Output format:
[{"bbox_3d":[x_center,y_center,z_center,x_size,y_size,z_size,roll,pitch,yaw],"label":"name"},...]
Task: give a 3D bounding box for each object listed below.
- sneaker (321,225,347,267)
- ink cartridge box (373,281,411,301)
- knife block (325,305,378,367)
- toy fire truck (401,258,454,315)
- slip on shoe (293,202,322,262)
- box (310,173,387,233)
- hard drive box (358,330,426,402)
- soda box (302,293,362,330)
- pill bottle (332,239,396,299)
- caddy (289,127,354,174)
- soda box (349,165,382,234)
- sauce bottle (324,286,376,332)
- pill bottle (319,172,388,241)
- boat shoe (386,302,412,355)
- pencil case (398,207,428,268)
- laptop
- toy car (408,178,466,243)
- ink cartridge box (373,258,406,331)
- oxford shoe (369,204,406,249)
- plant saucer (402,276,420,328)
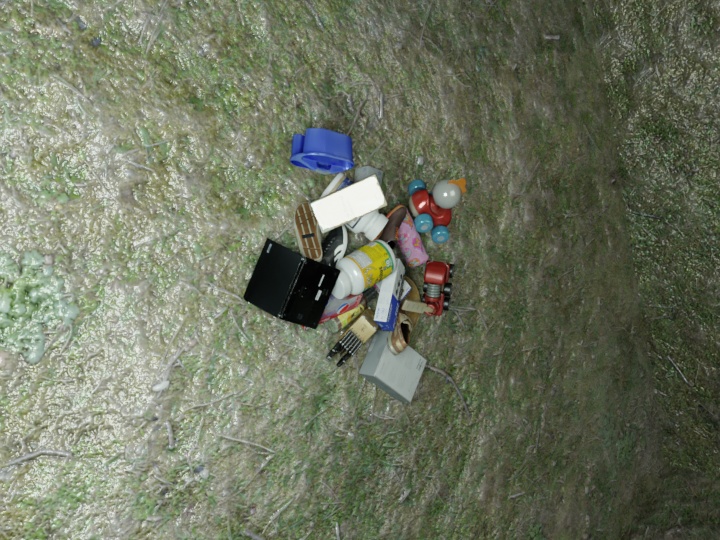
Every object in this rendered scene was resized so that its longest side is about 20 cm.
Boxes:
[{"bbox_3d":[-0.108,-0.054,1.671,0.111,0.072,0.204,20,78,-41],"label":"sneaker"},{"bbox_3d":[0.071,0.015,1.825,0.201,0.037,0.095,49,59,-10],"label":"ink cartridge box"},{"bbox_3d":[-0.025,0.207,1.751,0.064,0.200,0.176,45,103,-1],"label":"knife block"},{"bbox_3d":[0.221,0.066,1.863,0.200,0.126,0.180,-36,133,-67],"label":"toy fire truck"},{"bbox_3d":[-0.146,-0.099,1.622,0.074,0.061,0.203,-9,61,-13],"label":"slip on shoe"},{"bbox_3d":[-0.031,-0.186,1.585,0.197,0.078,0.096,-24,99,7],"label":"box"},{"bbox_3d":[0.109,0.312,1.864,0.200,0.076,0.158,42,63,-34],"label":"hard drive box"},{"bbox_3d":[-0.093,0.096,1.659,0.197,0.070,0.064,-21,145,-32],"label":"soda box"},{"bbox_3d":[0.000,0.000,1.651,0.198,0.112,0.115,-30,109,-33],"label":"pill bottle"},{"bbox_3d":[-0.108,-0.327,1.629,0.197,0.140,0.108,4,84,-41],"label":"caddy"},{"bbox_3d":[0.016,-0.218,1.790,0.067,0.063,0.205,10,84,-42],"label":"soda box"},{"bbox_3d":[-0.025,0.113,1.751,0.199,0.064,0.066,-37,113,-34],"label":"sauce bottle"},{"bbox_3d":[-0.017,-0.183,1.682,0.199,0.111,0.112,40,62,-5],"label":"pill bottle"},{"bbox_3d":[0.132,0.177,1.799,0.076,0.071,0.202,42,35,-29],"label":"boat shoe"},{"bbox_3d":[0.155,-0.109,1.907,0.087,0.087,0.202,-45,118,-32],"label":"pencil case"},{"bbox_3d":[-0.184,0.038,1.546,0.198,0.103,0.180,20,96,-37],"label":"laptop"},{"bbox_3d":[0.278,-0.231,1.897,0.175,0.199,0.187,28,43,-38],"label":"toy car"},{"bbox_3d":[0.092,0.073,1.753,0.094,0.043,0.204,52,48,-61],"label":"ink cartridge box"},{"bbox_3d":[0.098,-0.112,1.783,0.202,0.072,0.071,-58,144,-11],"label":"oxford shoe"},{"bbox_3d":[0.122,0.118,1.903,0.197,0.035,0.205,1,89,-41],"label":"plant saucer"}]
